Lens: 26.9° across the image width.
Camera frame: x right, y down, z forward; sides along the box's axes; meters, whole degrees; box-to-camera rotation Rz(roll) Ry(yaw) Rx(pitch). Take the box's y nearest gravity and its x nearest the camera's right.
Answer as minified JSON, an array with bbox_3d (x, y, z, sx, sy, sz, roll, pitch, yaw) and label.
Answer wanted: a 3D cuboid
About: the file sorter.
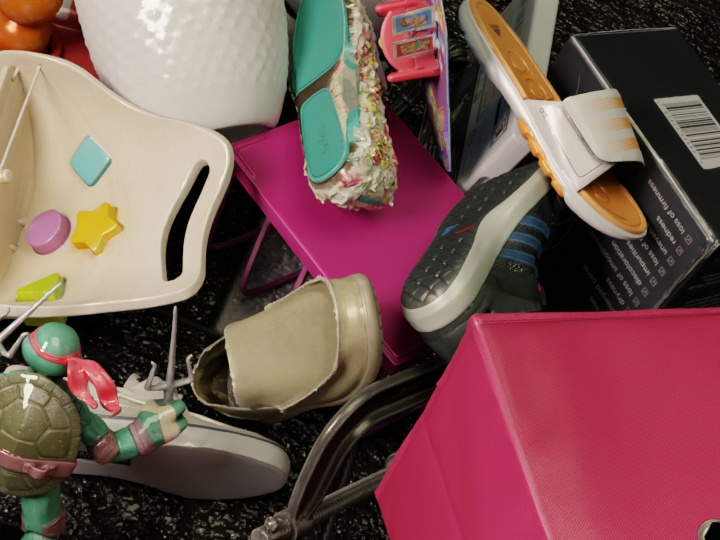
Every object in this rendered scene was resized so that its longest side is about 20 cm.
[{"bbox_3d":[0.000,0.000,1.083,0.139,0.126,0.200,-24,65,-33],"label":"file sorter"}]

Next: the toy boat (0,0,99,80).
[{"bbox_3d":[-0.254,-0.181,1.114,0.199,0.131,0.131,13,50,-12],"label":"toy boat"}]

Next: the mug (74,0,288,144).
[{"bbox_3d":[-0.114,-0.174,1.092,0.200,0.147,0.176,2,72,-68],"label":"mug"}]

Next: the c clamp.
[{"bbox_3d":[-0.001,0.130,0.988,0.027,0.171,0.200,36,34,26],"label":"c clamp"}]

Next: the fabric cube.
[{"bbox_3d":[0.147,0.156,0.859,0.195,0.200,0.200,-1,52,-21],"label":"fabric cube"}]

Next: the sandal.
[{"bbox_3d":[0.141,-0.114,1.027,0.207,0.059,0.079,57,30,8],"label":"sandal"}]

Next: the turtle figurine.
[{"bbox_3d":[-0.192,0.091,0.885,0.149,0.201,0.101,29,20,12],"label":"turtle figurine"}]

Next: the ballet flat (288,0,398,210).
[{"bbox_3d":[-0.010,-0.119,1.055,0.064,0.076,0.201,29,44,-37],"label":"ballet flat"}]

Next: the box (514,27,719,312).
[{"bbox_3d":[0.203,-0.045,1.148,0.124,0.197,0.200,-10,59,-36],"label":"box"}]

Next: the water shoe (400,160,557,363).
[{"bbox_3d":[0.089,-0.001,1.002,0.079,0.071,0.200,58,41,-15],"label":"water shoe"}]

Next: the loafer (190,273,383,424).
[{"bbox_3d":[-0.050,0.058,0.969,0.068,0.200,0.076,-2,69,-30],"label":"loafer"}]

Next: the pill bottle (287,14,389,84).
[{"bbox_3d":[-0.045,-0.252,1.260,0.116,0.117,0.200,-4,50,-25],"label":"pill bottle"}]

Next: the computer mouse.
[{"bbox_3d":[0.004,-0.178,1.169,0.200,0.110,0.044,40,17,-48],"label":"computer mouse"}]

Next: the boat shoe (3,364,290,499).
[{"bbox_3d":[-0.143,0.100,0.988,0.199,0.071,0.070,9,54,-8],"label":"boat shoe"}]

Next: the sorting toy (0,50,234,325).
[{"bbox_3d":[-0.177,-0.036,0.991,0.179,0.107,0.201,3,61,20],"label":"sorting toy"}]

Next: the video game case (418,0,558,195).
[{"bbox_3d":[0.090,-0.117,1.173,0.023,0.182,0.200,27,48,-15],"label":"video game case"}]

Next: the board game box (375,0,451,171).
[{"bbox_3d":[0.029,-0.168,1.059,0.039,0.200,0.158,-10,52,-3],"label":"board game box"}]
